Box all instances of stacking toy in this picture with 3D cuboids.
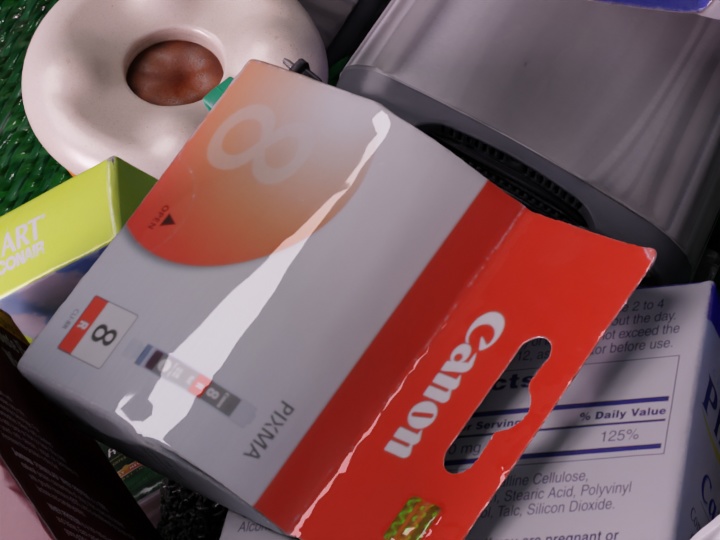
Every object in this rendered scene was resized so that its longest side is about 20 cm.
[{"bbox_3d":[-0.087,-0.045,1.363,0.145,0.201,0.147,0,54,0],"label":"stacking toy"}]

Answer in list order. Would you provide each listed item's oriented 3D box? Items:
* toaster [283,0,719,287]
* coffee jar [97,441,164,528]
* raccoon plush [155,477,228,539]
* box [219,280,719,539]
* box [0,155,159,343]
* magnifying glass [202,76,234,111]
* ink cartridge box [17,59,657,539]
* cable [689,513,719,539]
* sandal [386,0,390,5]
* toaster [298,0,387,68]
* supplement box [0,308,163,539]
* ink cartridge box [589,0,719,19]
[{"bbox_3d":[0.078,-0.075,1.155,0.130,0.199,0.114,-58,-9,-19],"label":"toaster"},{"bbox_3d":[-0.107,0.088,1.309,0.104,0.086,0.200,-31,30,-3],"label":"coffee jar"},{"bbox_3d":[-0.080,0.100,1.170,0.133,0.201,0.097,-25,5,19],"label":"raccoon plush"},{"bbox_3d":[0.047,0.117,1.020,0.183,0.105,0.201,-5,48,23],"label":"box"},{"bbox_3d":[-0.126,0.017,1.207,0.199,0.122,0.048,-25,57,29],"label":"box"},{"bbox_3d":[0.000,0.000,1.181,0.022,0.200,0.080,-40,2,-3],"label":"magnifying glass"},{"bbox_3d":[-0.013,0.016,1.026,0.199,0.050,0.163,21,67,43],"label":"ink cartridge box"},{"bbox_3d":[0.174,0.143,0.825,0.199,0.069,0.201,31,83,27],"label":"cable"},{"bbox_3d":[0.020,-0.085,1.382,0.082,0.054,0.201,-43,23,61],"label":"sandal"},{"bbox_3d":[-0.072,-0.127,1.432,0.200,0.129,0.114,-55,6,30],"label":"toaster"},{"bbox_3d":[-0.166,0.106,1.034,0.133,0.197,0.200,-38,69,2],"label":"supplement box"},{"bbox_3d":[0.187,-0.165,1.140,0.198,0.198,0.047,-91,16,-49],"label":"ink cartridge box"}]
